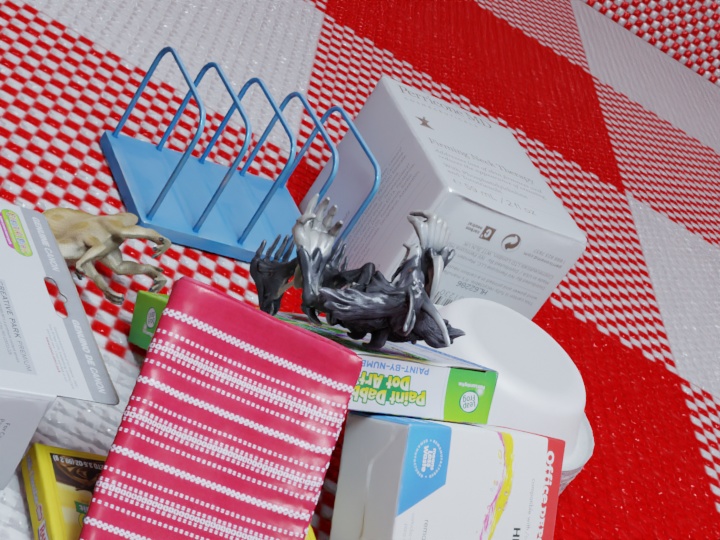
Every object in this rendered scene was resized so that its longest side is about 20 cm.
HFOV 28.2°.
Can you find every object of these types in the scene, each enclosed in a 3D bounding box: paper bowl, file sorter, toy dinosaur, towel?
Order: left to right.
[{"bbox_3d":[-0.194,-0.025,1.098,0.101,0.058,0.200,29,23,15],"label":"toy dinosaur"},{"bbox_3d":[-0.082,0.118,0.863,0.145,0.022,0.200,28,69,-28],"label":"towel"},{"bbox_3d":[-0.104,-0.098,1.277,0.200,0.123,0.139,15,30,-36],"label":"file sorter"},{"bbox_3d":[0.107,0.102,1.202,0.201,0.104,0.201,28,26,-15],"label":"paper bowl"}]

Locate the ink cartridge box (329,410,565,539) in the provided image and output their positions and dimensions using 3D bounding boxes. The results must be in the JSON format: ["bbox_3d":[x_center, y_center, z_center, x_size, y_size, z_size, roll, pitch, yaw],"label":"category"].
[{"bbox_3d":[0.077,0.167,1.016,0.200,0.116,0.067,10,-4,-41],"label":"ink cartridge box"}]

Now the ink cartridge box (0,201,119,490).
[{"bbox_3d":[-0.264,0.033,0.884,0.175,0.084,0.200,14,32,-37],"label":"ink cartridge box"}]

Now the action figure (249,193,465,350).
[{"bbox_3d":[0.000,0.000,0.986,0.119,0.102,0.200,12,-1,-31],"label":"action figure"}]

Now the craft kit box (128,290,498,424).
[{"bbox_3d":[-0.038,0.061,1.034,0.197,0.049,0.200,13,1,-32],"label":"craft kit box"}]

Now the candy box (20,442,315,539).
[{"bbox_3d":[-0.111,0.168,0.903,0.200,0.026,0.102,17,34,-34],"label":"candy box"}]

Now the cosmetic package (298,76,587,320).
[{"bbox_3d":[0.070,-0.043,1.342,0.167,0.166,0.200,18,28,-31],"label":"cosmetic package"}]
